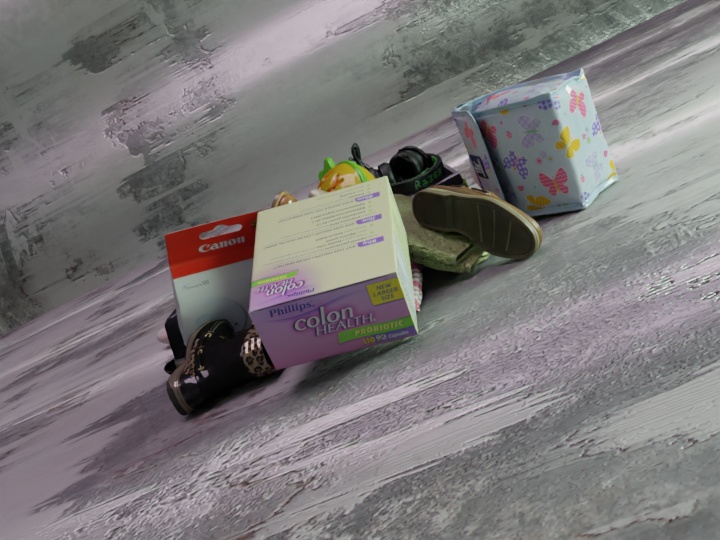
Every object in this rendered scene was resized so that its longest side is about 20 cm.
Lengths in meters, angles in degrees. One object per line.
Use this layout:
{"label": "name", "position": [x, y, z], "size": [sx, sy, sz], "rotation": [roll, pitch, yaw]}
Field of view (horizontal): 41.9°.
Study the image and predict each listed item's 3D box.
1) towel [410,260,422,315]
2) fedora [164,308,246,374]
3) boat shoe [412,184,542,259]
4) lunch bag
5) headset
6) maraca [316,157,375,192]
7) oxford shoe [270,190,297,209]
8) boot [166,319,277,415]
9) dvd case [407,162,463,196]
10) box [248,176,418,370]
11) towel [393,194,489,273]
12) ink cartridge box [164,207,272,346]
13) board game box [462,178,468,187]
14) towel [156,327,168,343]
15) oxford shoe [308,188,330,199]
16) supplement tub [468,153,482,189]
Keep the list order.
{"label": "towel", "position": [0.009, 0.018, 1.229], "size": [0.145, 0.030, 0.200], "rotation": [-12, 24, 11]}
{"label": "fedora", "position": [-0.234, 0.082, 1.483], "size": [0.200, 0.092, 0.201], "rotation": [-26, 12, 6]}
{"label": "boat shoe", "position": [0.159, -0.074, 1.204], "size": [0.068, 0.072, 0.199], "rotation": [-22, 35, -38]}
{"label": "lunch bag", "position": [0.227, -0.165, 1.301], "size": [0.199, 0.171, 0.127], "rotation": [-2, 26, 48]}
{"label": "headset", "position": [0.054, -0.175, 1.601], "size": [0.123, 0.094, 0.199], "rotation": [-33, 23, -27]}
{"label": "maraca", "position": [-0.026, -0.113, 1.533], "size": [0.106, 0.138, 0.200], "rotation": [-3, 18, -26]}
{"label": "oxford shoe", "position": [-0.086, -0.013, 1.322], "size": [0.071, 0.202, 0.071], "rotation": [2, 16, 26]}
{"label": "boot", "position": [-0.166, 0.106, 1.266], "size": [0.150, 0.073, 0.200], "rotation": [-25, 15, 19]}
{"label": "dvd case", "position": [0.096, -0.135, 1.631], "size": [0.150, 0.025, 0.200], "rotation": [-28, 10, 3]}
{"label": "box", "position": [-0.032, 0.000, 1.128], "size": [0.175, 0.097, 0.201], "rotation": [-15, 36, 9]}
{"label": "towel", "position": [0.089, -0.051, 1.275], "size": [0.199, 0.037, 0.148], "rotation": [18, 31, 28]}
{"label": "ink cartridge box", "position": [-0.188, 0.012, 1.346], "size": [0.159, 0.201, 0.047], "rotation": [-15, 51, -16]}
{"label": "board game box", "position": [0.099, -0.084, 1.581], "size": [0.101, 0.048, 0.200], "rotation": [-16, 15, 43]}
{"label": "towel", "position": [-0.261, 0.081, 1.717], "size": [0.190, 0.032, 0.200], "rotation": [-32, 13, -28]}
{"label": "oxford shoe", "position": [-0.048, -0.049, 1.368], "size": [0.071, 0.074, 0.201], "rotation": [-47, -17, -33]}
{"label": "supplement tub", "position": [0.243, -0.194, 1.495], "size": [0.140, 0.141, 0.200], "rotation": [-24, 11, 13]}
